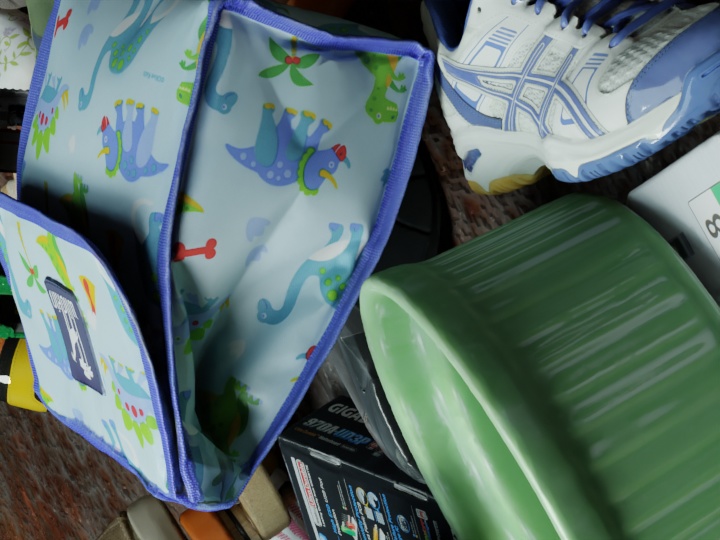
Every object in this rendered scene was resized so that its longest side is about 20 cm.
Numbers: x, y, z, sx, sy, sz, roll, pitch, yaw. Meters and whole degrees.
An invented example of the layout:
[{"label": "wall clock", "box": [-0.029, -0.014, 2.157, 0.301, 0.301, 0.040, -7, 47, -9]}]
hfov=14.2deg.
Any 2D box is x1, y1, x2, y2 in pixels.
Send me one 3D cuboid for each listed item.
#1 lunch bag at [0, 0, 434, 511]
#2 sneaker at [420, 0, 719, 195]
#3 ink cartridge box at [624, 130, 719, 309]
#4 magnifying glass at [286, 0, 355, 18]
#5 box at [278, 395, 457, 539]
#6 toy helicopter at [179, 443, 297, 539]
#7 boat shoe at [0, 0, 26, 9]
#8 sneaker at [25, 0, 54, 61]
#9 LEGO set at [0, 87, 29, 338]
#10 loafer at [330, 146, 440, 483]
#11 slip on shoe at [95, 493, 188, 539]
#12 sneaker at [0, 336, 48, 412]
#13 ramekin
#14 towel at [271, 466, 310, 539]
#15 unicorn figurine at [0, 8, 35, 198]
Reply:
[{"label": "lunch bag", "box": [-0.074, -0.017, 1.186, 0.170, 0.127, 0.202, 24, 103, 62]}, {"label": "sneaker", "box": [0.078, -0.083, 1.083, 0.200, 0.075, 0.089, -12, 105, 61]}, {"label": "ink cartridge box", "box": [0.146, 0.039, 1.110, 0.162, 0.050, 0.200, 60, 151, 4]}, {"label": "magnifying glass", "box": [0.008, -0.148, 1.207, 0.080, 0.022, 0.200, 57, 151, 9]}, {"label": "box", "box": [0.045, 0.172, 1.407, 0.159, 0.046, 0.201, 16, 129, 54]}, {"label": "toy helicopter", "box": [-0.093, 0.064, 1.506, 0.133, 0.079, 0.200, 58, 174, -35]}, {"label": "boat shoe", "box": [-0.199, -0.226, 1.450, 0.072, 0.075, 0.201, -99, -9, -56]}, {"label": "sneaker", "box": [-0.130, -0.116, 1.430, 0.090, 0.067, 0.201, 56, 151, 25]}, {"label": "LEGO set", "box": [-0.114, -0.033, 1.381, 0.154, 0.198, 0.117, 86, -173, -74]}, {"label": "loafer", "box": [0.000, 0.000, 1.299, 0.072, 0.072, 0.201, 0, 107, 69]}, {"label": "slip on shoe", "box": [-0.081, 0.195, 1.439, 0.200, 0.060, 0.076, 52, 173, 37]}, {"label": "sneaker", "box": [-0.172, 0.007, 1.506, 0.200, 0.089, 0.070, -103, 23, -61]}, {"label": "ramekin", "box": [0.090, 0.068, 1.111, 0.201, 0.097, 0.200, 58, 169, 18]}, {"label": "towel", "box": [-0.028, 0.196, 1.573, 0.146, 0.030, 0.201, 28, 137, 46]}, {"label": "unicorn figurine", "box": [-0.214, -0.125, 1.554, 0.199, 0.074, 0.138, 29, 116, 20]}]
